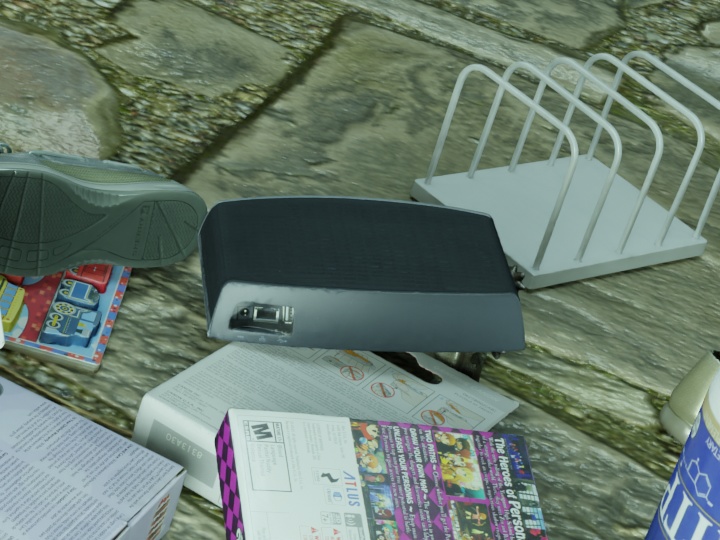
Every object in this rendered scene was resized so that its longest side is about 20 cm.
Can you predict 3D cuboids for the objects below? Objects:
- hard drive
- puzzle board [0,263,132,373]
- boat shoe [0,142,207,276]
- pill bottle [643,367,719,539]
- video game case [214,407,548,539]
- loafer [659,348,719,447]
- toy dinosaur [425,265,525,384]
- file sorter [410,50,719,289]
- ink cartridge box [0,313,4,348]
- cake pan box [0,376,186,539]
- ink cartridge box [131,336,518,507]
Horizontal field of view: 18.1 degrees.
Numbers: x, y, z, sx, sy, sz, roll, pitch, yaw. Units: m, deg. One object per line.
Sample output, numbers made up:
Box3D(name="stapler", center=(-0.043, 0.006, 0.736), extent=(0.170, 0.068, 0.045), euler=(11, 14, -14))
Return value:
Box3D(name="hard drive", center=(0.000, 0.000, 1.431), extent=(0.199, 0.042, 0.135), euler=(3, 32, -9))
Box3D(name="puzzle board", center=(-0.224, -0.009, 1.460), extent=(0.150, 0.017, 0.200), euler=(16, 28, -4))
Box3D(name="boat shoe", center=(-0.195, -0.042, 1.448), extent=(0.202, 0.075, 0.065), euler=(0, 27, -37))
Box3D(name="pill bottle", center=(0.215, 0.156, 1.224), extent=(0.119, 0.200, 0.120), euler=(14, 28, -7))
Box3D(name="video game case", center=(0.020, 0.168, 1.206), extent=(0.181, 0.036, 0.200), euler=(6, 48, -20))
Box3D(name="loafer", center=(0.299, 0.091, 1.530), extent=(0.200, 0.068, 0.076), euler=(1, 32, -29))
Box3D(name="toy dinosaur", center=(0.041, 0.015, 1.508), extent=(0.102, 0.077, 0.200), euler=(0, 35, -43))
Box3D(name="file sorter", center=(0.169, -0.085, 1.711), extent=(0.200, 0.125, 0.139), euler=(-10, 39, -42))
Box3D(name="ink cartridge box", center=(-0.293, -0.005, 1.215), extent=(0.200, 0.129, 0.125), euler=(7, 21, 34))
Box3D(name="cake pan box", center=(-0.216, 0.125, 1.191), extent=(0.184, 0.052, 0.200), euler=(22, 28, 13))
Box3D(name="ink cartridge box", center=(-0.019, 0.096, 1.363), extent=(0.161, 0.050, 0.200), euler=(28, 28, 19))
